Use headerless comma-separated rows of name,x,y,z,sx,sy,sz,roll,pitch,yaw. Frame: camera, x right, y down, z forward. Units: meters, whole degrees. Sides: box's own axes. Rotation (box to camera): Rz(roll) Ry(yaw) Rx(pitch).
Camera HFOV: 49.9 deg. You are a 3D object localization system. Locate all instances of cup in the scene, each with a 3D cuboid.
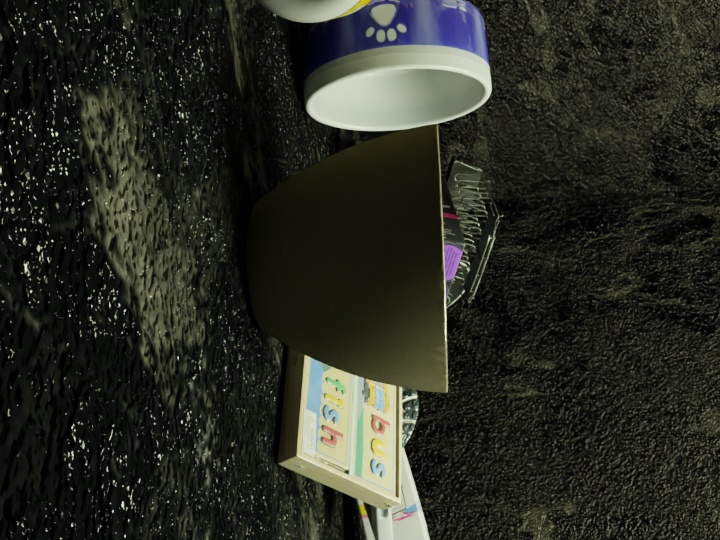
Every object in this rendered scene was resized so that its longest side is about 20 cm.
cup,-0.007,-0.007,0.594,0.200,0.142,0.202,-2,90,-85

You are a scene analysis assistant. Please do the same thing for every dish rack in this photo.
dish rack,0.145,-0.056,1.095,0.200,0.054,0.154,-92,-166,-60

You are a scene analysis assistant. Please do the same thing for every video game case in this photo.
video game case,0.000,0.192,0.921,0.200,0.023,0.183,-117,-160,-62

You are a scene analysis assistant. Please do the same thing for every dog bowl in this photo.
dog bowl,0.037,-0.216,0.825,0.200,0.198,0.079,46,39,-81

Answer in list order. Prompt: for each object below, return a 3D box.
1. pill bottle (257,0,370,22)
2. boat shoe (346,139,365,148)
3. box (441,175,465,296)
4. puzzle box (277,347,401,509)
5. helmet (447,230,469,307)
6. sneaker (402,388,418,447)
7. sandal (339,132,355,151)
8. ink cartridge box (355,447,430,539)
pill bottle,-0.030,-0.260,0.624,0.200,0.108,0.110,-77,164,-69
boat shoe,-0.009,-0.074,1.037,0.074,0.063,0.203,-3,-106,65
box,0.067,-0.048,1.080,0.200,0.105,0.123,-94,-163,-58
puzzle box,-0.012,0.105,0.719,0.133,0.025,0.201,34,43,-35
helmet,0.095,-0.032,1.399,0.200,0.190,0.201,-51,-158,29
sneaker,0.024,0.163,1.042,0.087,0.077,0.201,98,-18,-46
sandal,-0.006,-0.100,1.134,0.076,0.042,0.202,-59,146,-80
ink cartridge box,0.046,0.347,1.077,0.145,0.083,0.201,75,0,-67
